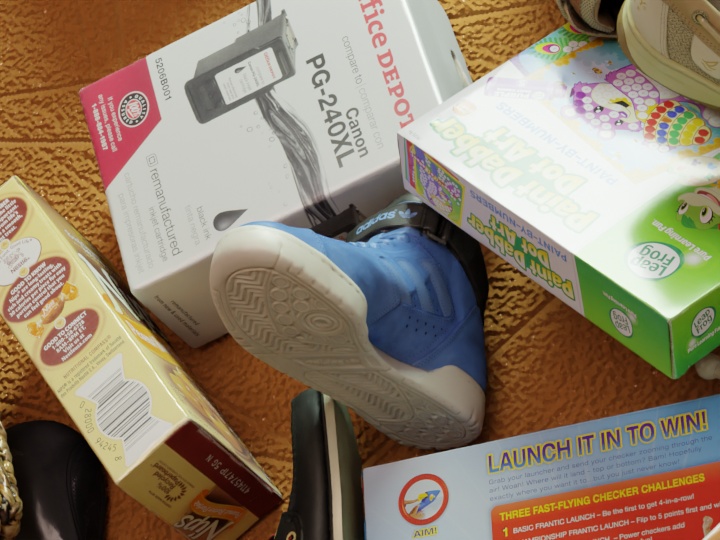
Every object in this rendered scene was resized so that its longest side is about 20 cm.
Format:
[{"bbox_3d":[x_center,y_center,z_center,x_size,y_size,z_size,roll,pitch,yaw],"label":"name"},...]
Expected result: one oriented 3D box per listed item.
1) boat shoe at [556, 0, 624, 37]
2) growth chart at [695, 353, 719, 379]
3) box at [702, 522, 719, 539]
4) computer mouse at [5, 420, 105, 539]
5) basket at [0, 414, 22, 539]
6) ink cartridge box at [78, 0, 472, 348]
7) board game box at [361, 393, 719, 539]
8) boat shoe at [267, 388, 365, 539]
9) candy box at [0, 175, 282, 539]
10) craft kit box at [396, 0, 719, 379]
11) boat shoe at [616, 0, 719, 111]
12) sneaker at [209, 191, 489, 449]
[{"bbox_3d":[0.132,-0.158,1.329,0.199,0.076,0.074,28,60,34],"label":"boat shoe"},{"bbox_3d":[0.248,-0.001,1.282,0.144,0.018,0.200,17,58,28],"label":"growth chart"},{"bbox_3d":[0.184,0.172,1.140,0.124,0.098,0.200,44,63,13],"label":"box"},{"bbox_3d":[-0.176,0.163,1.408,0.138,0.053,0.201,-22,58,15],"label":"computer mouse"},{"bbox_3d":[-0.285,0.099,1.390,0.143,0.148,0.200,-62,38,21],"label":"basket"},{"bbox_3d":[-0.038,-0.071,1.440,0.199,0.083,0.146,-26,57,12],"label":"ink cartridge box"},{"bbox_3d":[0.103,0.176,1.266,0.199,0.056,0.197,-13,60,20],"label":"board game box"},{"bbox_3d":[-0.025,0.152,1.328,0.063,0.074,0.203,-9,66,13],"label":"boat shoe"},{"bbox_3d":[-0.132,0.051,1.405,0.055,0.115,0.200,-40,55,2],"label":"candy box"},{"bbox_3d":[0.155,-0.058,1.302,0.197,0.049,0.200,-36,49,-22],"label":"craft kit box"},{"bbox_3d":[0.220,-0.096,1.230,0.200,0.063,0.073,26,58,3],"label":"boat shoe"},{"bbox_3d":[-0.001,0.000,1.321,0.076,0.200,0.112,-17,52,35],"label":"sneaker"}]
